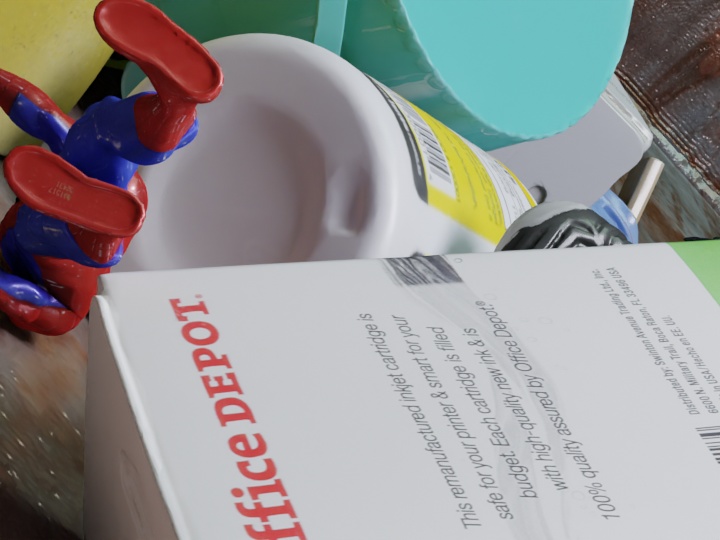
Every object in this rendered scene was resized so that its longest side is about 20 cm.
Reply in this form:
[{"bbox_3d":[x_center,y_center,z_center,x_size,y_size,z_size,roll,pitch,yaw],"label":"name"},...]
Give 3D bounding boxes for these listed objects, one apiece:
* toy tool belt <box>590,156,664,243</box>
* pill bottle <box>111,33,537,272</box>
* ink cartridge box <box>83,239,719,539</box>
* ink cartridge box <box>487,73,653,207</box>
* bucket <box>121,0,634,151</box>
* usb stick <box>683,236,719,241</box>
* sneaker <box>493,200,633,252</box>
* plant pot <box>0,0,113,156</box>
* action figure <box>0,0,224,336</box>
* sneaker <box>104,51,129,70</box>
[{"bbox_3d":[0.096,-0.002,1.220,0.125,0.123,0.200,48,12,-4],"label":"toy tool belt"},{"bbox_3d":[0.000,0.000,0.869,0.114,0.114,0.200,54,12,25],"label":"pill bottle"},{"bbox_3d":[0.043,0.065,0.614,0.200,0.084,0.146,-3,32,-16],"label":"ink cartridge box"},{"bbox_3d":[0.034,-0.073,1.161,0.083,0.147,0.200,42,12,-24],"label":"ink cartridge box"},{"bbox_3d":[0.003,-0.131,0.971,0.207,0.135,0.207,9,79,-53],"label":"bucket"},{"bbox_3d":[0.123,0.088,0.954,0.033,0.055,0.200,-167,-110,-65],"label":"usb stick"},{"bbox_3d":[0.054,0.064,0.837,0.077,0.076,0.200,45,-37,50],"label":"sneaker"},{"bbox_3d":[-0.126,-0.159,0.843,0.200,0.142,0.200,46,12,-12],"label":"plant pot"},{"bbox_3d":[-0.097,-0.034,0.680,0.099,0.065,0.200,32,-14,-2],"label":"action figure"},{"bbox_3d":[-0.075,-0.112,1.055,0.200,0.074,0.084,31,25,-56],"label":"sneaker"}]
